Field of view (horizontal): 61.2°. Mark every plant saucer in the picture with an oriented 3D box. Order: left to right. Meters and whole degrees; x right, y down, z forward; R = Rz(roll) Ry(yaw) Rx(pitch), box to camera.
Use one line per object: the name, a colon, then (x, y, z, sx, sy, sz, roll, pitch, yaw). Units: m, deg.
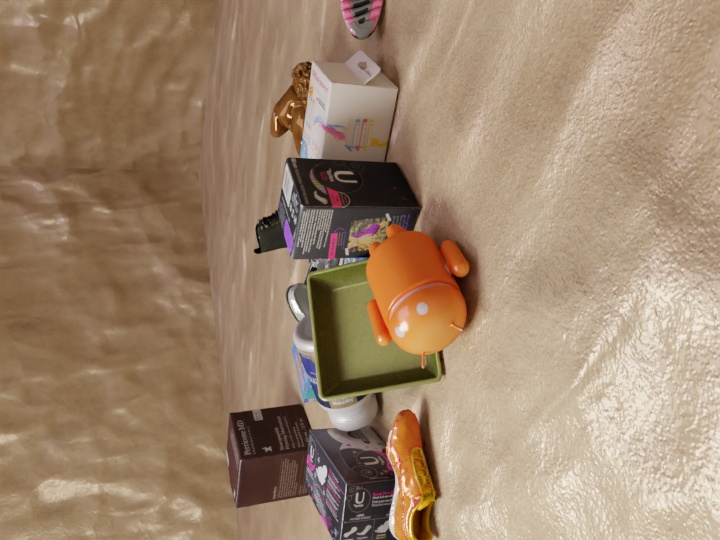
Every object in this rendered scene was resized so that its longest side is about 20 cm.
plant saucer: (0.022, 0.087, 0.948, 0.048, 0.194, 0.207, 36, -136, -68)

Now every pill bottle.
pill bottle: (-0.037, 0.175, 1.075, 0.116, 0.113, 0.205, 45, 156, 60)

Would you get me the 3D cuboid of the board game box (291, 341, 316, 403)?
board game box: (-0.112, 0.189, 1.431, 0.203, 0.044, 0.155, 112, 148, -45)

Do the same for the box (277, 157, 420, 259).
box: (-0.022, -0.099, 0.970, 0.124, 0.194, 0.108, -113, 30, -41)

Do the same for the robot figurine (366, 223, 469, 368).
robot figurine: (0.077, 0.027, 0.838, 0.118, 0.140, 0.203, 82, 169, -50)

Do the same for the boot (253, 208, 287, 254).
boot: (-0.147, -0.120, 1.196, 0.078, 0.134, 0.205, -125, 30, -50)

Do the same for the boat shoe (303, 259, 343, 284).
boat shoe: (-0.075, -0.014, 1.181, 0.074, 0.061, 0.204, -111, 28, -47)

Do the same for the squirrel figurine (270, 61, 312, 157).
squirrel figurine: (-0.082, -0.300, 1.207, 0.203, 0.138, 0.189, 107, 146, -43)

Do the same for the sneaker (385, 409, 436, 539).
sneaker: (0.085, 0.315, 0.928, 0.076, 0.072, 0.207, -3, 92, 46)

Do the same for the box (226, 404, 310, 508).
box: (-0.230, 0.468, 1.549, 0.167, 0.194, 0.168, -124, 39, -52)

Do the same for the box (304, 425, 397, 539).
box: (-0.007, 0.365, 1.058, 0.199, 0.128, 0.119, -150, 64, -65)

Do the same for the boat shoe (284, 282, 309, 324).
boat shoe: (-0.063, 0.101, 1.167, 0.201, 0.075, 0.068, 49, 148, -16)

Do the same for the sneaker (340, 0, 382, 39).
sneaker: (-0.002, -0.500, 1.088, 0.096, 0.076, 0.207, 86, 179, -80)

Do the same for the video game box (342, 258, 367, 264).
video game box: (0.000, 0.000, 1.129, 0.184, 0.045, 0.205, -118, 33, -52)

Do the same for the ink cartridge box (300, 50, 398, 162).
ink cartridge box: (-0.023, -0.268, 1.061, 0.129, 0.121, 0.205, -122, 36, -52)
